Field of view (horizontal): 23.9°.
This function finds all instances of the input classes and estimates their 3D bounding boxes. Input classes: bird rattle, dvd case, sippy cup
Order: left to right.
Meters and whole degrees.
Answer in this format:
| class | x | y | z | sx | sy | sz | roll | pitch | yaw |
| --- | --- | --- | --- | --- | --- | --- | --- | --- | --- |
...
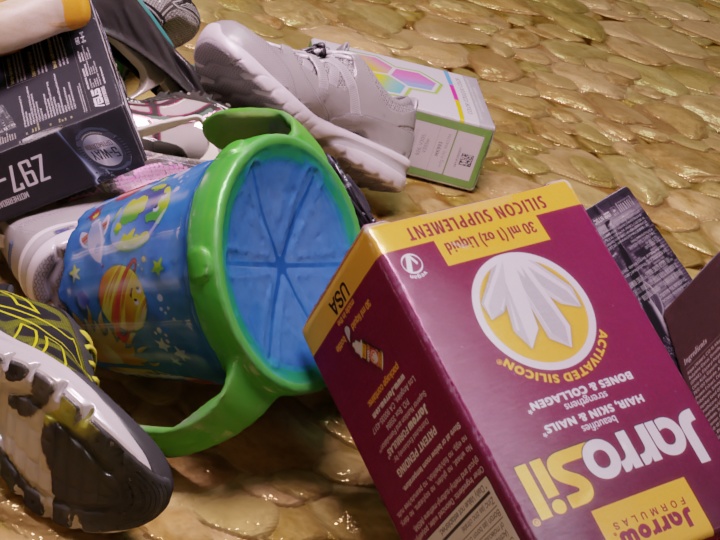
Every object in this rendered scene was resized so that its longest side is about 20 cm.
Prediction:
| class | x | y | z | sx | sy | sz | roll | pitch | yaw |
| --- | --- | --- | --- | --- | --- | --- | --- | --- | --- |
| bird rattle | -0.250 | -0.153 | 1.053 | 0.162 | 0.114 | 0.200 | -16 | 17 | -17 |
| sippy cup | -0.085 | 0.003 | 0.911 | 0.129 | 0.141 | 0.178 | -8 | 20 | 33 |
| dvd case | 0.179 | 0.054 | 1.013 | 0.148 | 0.016 | 0.201 | -27 | 81 | -50 |

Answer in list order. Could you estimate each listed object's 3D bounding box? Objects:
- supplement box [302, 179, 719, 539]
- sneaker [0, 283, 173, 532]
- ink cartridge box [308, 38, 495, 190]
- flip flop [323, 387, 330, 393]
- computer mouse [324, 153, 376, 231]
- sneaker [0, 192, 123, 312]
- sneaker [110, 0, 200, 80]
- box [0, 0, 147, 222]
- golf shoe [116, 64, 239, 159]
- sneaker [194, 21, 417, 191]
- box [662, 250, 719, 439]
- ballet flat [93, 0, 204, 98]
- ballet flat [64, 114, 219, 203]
| class | x | y | z | sx | sy | sz | roll | pitch | yaw |
| --- | --- | --- | --- | --- | --- | --- | --- | --- | --- |
| supplement box | 0.078 | 0.072 | 0.828 | 0.130 | 0.103 | 0.201 | -14 | 64 | -32 |
| sneaker | -0.155 | 0.054 | 0.843 | 0.199 | 0.075 | 0.084 | 33 | 31 | 28 |
| ink cartridge box | 0.001 | -0.132 | 1.353 | 0.198 | 0.060 | 0.104 | 13 | 25 | -12 |
| flip flop | 0.028 | 0.074 | 0.943 | 0.199 | 0.082 | 0.058 | 24 | 44 | 13 |
| computer mouse | 0.037 | 0.010 | 0.983 | 0.201 | 0.034 | 0.059 | 55 | -4 | -21 |
| sneaker | -0.128 | -0.025 | 1.030 | 0.199 | 0.075 | 0.082 | -4 | 29 | -43 |
| sneaker | -0.194 | -0.168 | 1.296 | 0.085 | 0.078 | 0.199 | 38 | 40 | 24 |
| box | -0.225 | -0.097 | 1.051 | 0.159 | 0.044 | 0.200 | -22 | 33 | -4 |
| golf shoe | -0.151 | -0.084 | 1.163 | 0.198 | 0.078 | 0.088 | 21 | 48 | 5 |
| sneaker | -0.037 | -0.131 | 1.209 | 0.074 | 0.083 | 0.199 | 6 | -19 | 46 |
| box | 0.253 | 0.092 | 0.965 | 0.099 | 0.075 | 0.201 | 6 | 51 | -24 |
| ballet flat | -0.146 | -0.135 | 1.235 | 0.200 | 0.069 | 0.068 | 42 | -19 | -19 |
| ballet flat | -0.094 | -0.066 | 1.110 | 0.198 | 0.072 | 0.069 | 2 | -10 | -13 |
